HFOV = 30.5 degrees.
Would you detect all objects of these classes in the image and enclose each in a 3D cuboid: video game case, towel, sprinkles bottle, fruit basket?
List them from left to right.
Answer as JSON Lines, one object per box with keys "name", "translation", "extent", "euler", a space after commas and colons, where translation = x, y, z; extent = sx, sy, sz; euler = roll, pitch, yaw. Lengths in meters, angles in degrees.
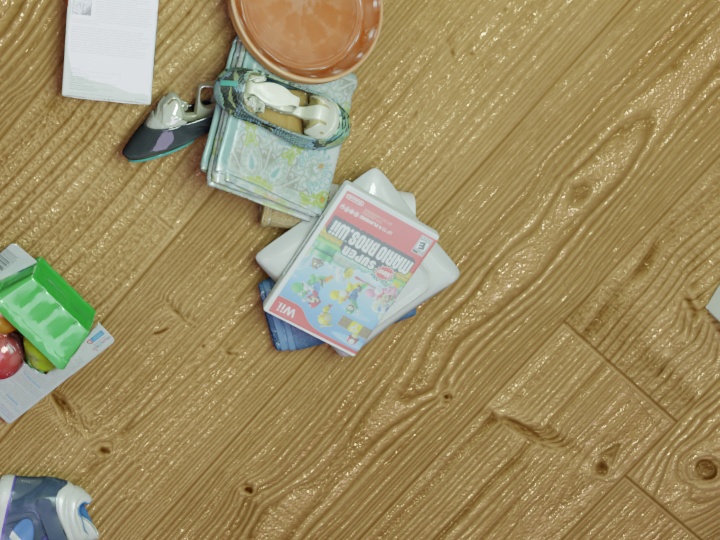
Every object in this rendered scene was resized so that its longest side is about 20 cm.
{"name": "fruit basket", "translation": [-0.446, 0.081, 1.694], "extent": [0.199, 0.094, 0.185], "euler": [-34, 112, 22]}
{"name": "towel", "translation": [-0.099, -0.176, 1.610], "extent": [0.170, 0.048, 0.203], "euler": [20, 80, -36]}
{"name": "towel", "translation": [-0.031, 0.035, 1.751], "extent": [0.197, 0.049, 0.113], "euler": [-14, 114, -3]}
{"name": "sprinkles bottle", "translation": [-0.030, -0.078, 1.699], "extent": [0.197, 0.068, 0.069], "euler": [6, 110, -11]}
{"name": "video game case", "translation": [-0.013, 0.000, 1.657], "extent": [0.142, 0.018, 0.201], "euler": [27, 112, -20]}

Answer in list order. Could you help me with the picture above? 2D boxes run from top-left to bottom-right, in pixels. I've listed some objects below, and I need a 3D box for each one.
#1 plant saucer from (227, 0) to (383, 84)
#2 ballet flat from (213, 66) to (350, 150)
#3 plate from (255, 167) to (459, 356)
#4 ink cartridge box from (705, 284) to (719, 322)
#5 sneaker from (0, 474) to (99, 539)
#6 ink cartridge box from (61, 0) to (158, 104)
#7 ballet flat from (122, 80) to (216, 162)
{"name": "plant saucer", "translation": [-0.067, -0.322, 1.579], "extent": [0.198, 0.032, 0.203], "euler": [3, 82, -26]}
{"name": "ballet flat", "translation": [-0.079, -0.188, 1.554], "extent": [0.198, 0.074, 0.075], "euler": [11, 110, -36]}
{"name": "plate", "translation": [0.000, 0.000, 1.687], "extent": [0.199, 0.032, 0.200], "euler": [-35, 117, 11]}
{"name": "ink cartridge box", "translation": [0.599, 0.011, 1.825], "extent": [0.144, 0.084, 0.202], "euler": [24, 105, -17]}
{"name": "sneaker", "translation": [-0.434, 0.378, 1.797], "extent": [0.144, 0.081, 0.203], "euler": [11, 103, -9]}
{"name": "ink cartridge box", "translation": [-0.297, -0.306, 1.579], "extent": [0.107, 0.050, 0.203], "euler": [5, 109, -10]}
{"name": "ballet flat", "translation": [-0.204, -0.194, 1.625], "extent": [0.198, 0.073, 0.074], "euler": [-18, 113, -9]}
